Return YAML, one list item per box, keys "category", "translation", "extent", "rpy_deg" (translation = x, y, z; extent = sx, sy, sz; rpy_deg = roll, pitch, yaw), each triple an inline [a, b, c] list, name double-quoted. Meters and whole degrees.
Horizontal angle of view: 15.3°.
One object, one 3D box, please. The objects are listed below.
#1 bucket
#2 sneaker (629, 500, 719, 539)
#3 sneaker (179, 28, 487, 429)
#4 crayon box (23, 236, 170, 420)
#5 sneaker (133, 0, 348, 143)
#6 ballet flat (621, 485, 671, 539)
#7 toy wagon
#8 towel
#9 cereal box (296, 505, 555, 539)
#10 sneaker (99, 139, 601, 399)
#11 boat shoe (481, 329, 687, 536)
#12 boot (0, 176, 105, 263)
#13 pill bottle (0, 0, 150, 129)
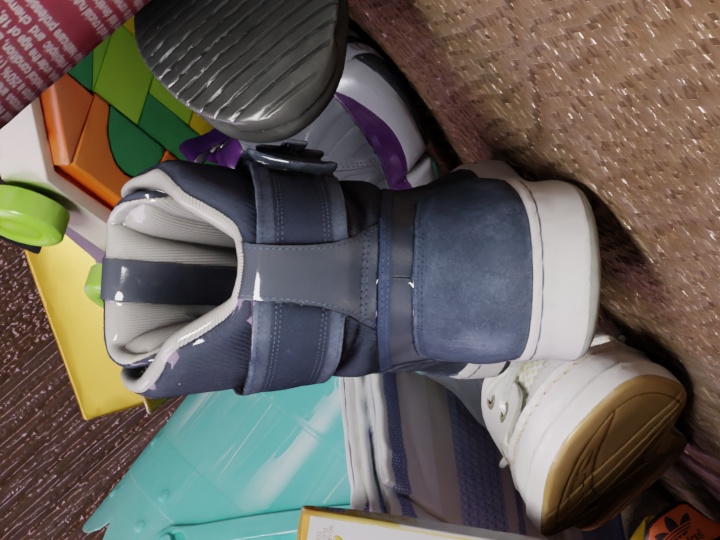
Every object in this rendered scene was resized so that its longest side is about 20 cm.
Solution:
- category: "bucket"
  translation: [-0.011, 0.118, 1.241]
  extent: [0.207, 0.135, 0.207]
  rpy_deg: [35, -177, -2]
- category: "sneaker"
  translation: [0.148, 0.143, 1.133]
  extent: [0.090, 0.070, 0.200]
  rpy_deg: [56, 174, 13]
- category: "sneaker"
  translation: [0.000, 0.000, 1.046]
  extent: [0.074, 0.087, 0.200]
  rpy_deg: [42, 164, 56]
- category: "crayon box"
  translation: [-0.111, -0.010, 1.267]
  extent: [0.200, 0.051, 0.128]
  rpy_deg: [-46, -61, -74]
- category: "sneaker"
  translation: [-0.034, -0.088, 0.884]
  extent: [0.089, 0.074, 0.200]
  rpy_deg: [52, -174, -36]
- category: "ballet flat"
  translation: [0.110, 0.117, 1.322]
  extent: [0.067, 0.068, 0.200]
  rpy_deg: [57, 176, 3]
- category: "toy wagon"
  translation: [-0.094, -0.080, 0.983]
  extent: [0.039, 0.156, 0.200]
  rpy_deg: [4, 159, 33]
- category: "towel"
  translation: [0.053, 0.079, 1.138]
  extent: [0.200, 0.024, 0.148]
  rpy_deg: [35, -142, -44]
- category: "cereal box"
  translation: [0.078, 0.117, 0.947]
  extent: [0.199, 0.040, 0.144]
  rpy_deg: [8, 174, 3]
- category: "sneaker"
  translation: [-0.014, 0.001, 0.876]
  extent: [0.202, 0.145, 0.077]
  rpy_deg: [156, 111, -81]
- category: "boat shoe"
  translation: [0.073, 0.051, 0.975]
  extent: [0.069, 0.071, 0.200]
  rpy_deg: [49, 178, 13]
- category: "boot"
  translation: [-0.084, -0.065, 1.145]
  extent: [0.188, 0.069, 0.201]
  rpy_deg: [25, -140, -17]
- category: "pill bottle"
  translation: [-0.125, -0.099, 0.781]
  extent: [0.114, 0.200, 0.114]
  rpy_deg: [49, 177, 4]
